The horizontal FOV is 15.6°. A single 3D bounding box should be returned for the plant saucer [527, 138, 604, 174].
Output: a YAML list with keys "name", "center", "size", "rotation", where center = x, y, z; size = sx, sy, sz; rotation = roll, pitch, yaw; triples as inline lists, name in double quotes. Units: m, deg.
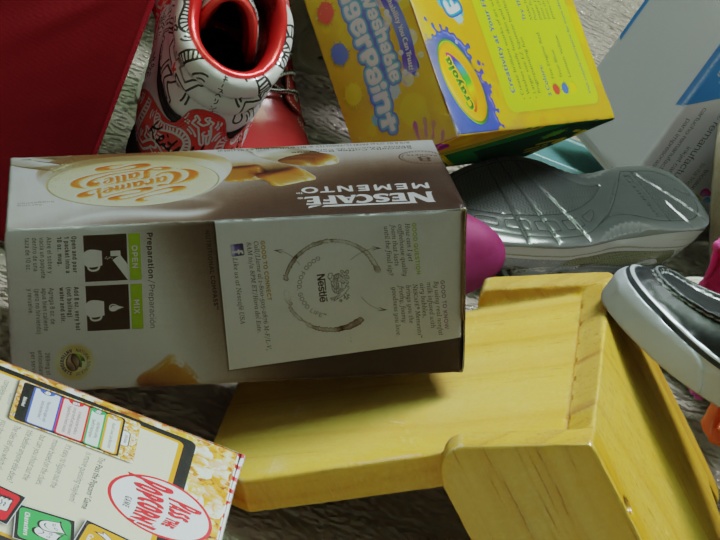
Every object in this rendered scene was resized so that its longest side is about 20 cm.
- name: "plant saucer"
  center: [0.123, -0.073, 1.702]
  size: [0.200, 0.019, 0.070]
  rotation: [21, 22, -4]

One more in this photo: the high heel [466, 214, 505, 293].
- name: "high heel"
  center: [0.000, 0.000, 1.332]
  size: [0.200, 0.068, 0.096]
  rotation: [-4, 11, -26]

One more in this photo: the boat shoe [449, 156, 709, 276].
- name: "boat shoe"
  center: [0.115, -0.021, 1.533]
  size: [0.202, 0.065, 0.074]
  rotation: [-5, 48, -41]

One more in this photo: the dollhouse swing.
- name: "dollhouse swing"
  center: [0.053, 0.109, 1.205]
  size: [0.182, 0.175, 0.200]
  rotation: [62, 15, -16]

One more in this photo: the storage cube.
- name: "storage cube"
  center: [-0.198, -0.141, 1.325]
  size: [0.171, 0.180, 0.200]
  rotation: [18, 22, -12]

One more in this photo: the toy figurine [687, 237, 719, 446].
- name: "toy figurine"
  center: [0.230, 0.051, 1.348]
  size: [0.184, 0.200, 0.150]
  rotation: [45, -10, 52]

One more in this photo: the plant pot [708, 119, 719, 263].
- name: "plant pot"
  center: [0.282, -0.043, 1.601]
  size: [0.134, 0.201, 0.200]
  rotation: [3, 19, 12]

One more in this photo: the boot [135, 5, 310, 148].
- name: "boot"
  center: [-0.055, -0.118, 1.461]
  size: [0.072, 0.145, 0.200]
  rotation: [9, 27, -32]

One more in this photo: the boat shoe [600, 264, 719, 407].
- name: "boat shoe"
  center: [0.206, 0.043, 1.197]
  size: [0.199, 0.068, 0.074]
  rotation: [35, 19, 16]

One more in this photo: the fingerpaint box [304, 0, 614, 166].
- name: "fingerpaint box"
  center: [0.042, -0.161, 1.488]
  size: [0.167, 0.073, 0.200]
  rotation: [-11, 80, -54]

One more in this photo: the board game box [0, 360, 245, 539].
- name: "board game box"
  center: [-0.152, 0.086, 1.035]
  size: [0.200, 0.046, 0.152]
  rotation: [22, 22, -4]

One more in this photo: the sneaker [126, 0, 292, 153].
- name: "sneaker"
  center: [-0.068, -0.139, 1.350]
  size: [0.067, 0.108, 0.202]
  rotation: [19, 49, -13]

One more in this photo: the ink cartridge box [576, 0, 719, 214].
- name: "ink cartridge box"
  center: [0.255, -0.109, 1.702]
  size: [0.200, 0.145, 0.085]
  rotation: [14, 29, -42]

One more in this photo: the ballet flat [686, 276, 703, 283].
- name: "ballet flat"
  center: [0.214, 0.041, 1.474]
  size: [0.067, 0.064, 0.200]
  rotation: [5, 29, -37]

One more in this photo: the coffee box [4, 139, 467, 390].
- name: "coffee box"
  center: [-0.057, -0.004, 1.186]
  size: [0.199, 0.080, 0.114]
  rotation: [-2, 20, -5]

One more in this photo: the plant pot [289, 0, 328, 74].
- name: "plant pot"
  center: [-0.023, -0.202, 1.641]
  size: [0.200, 0.200, 0.135]
  rotation: [1, 58, -43]
